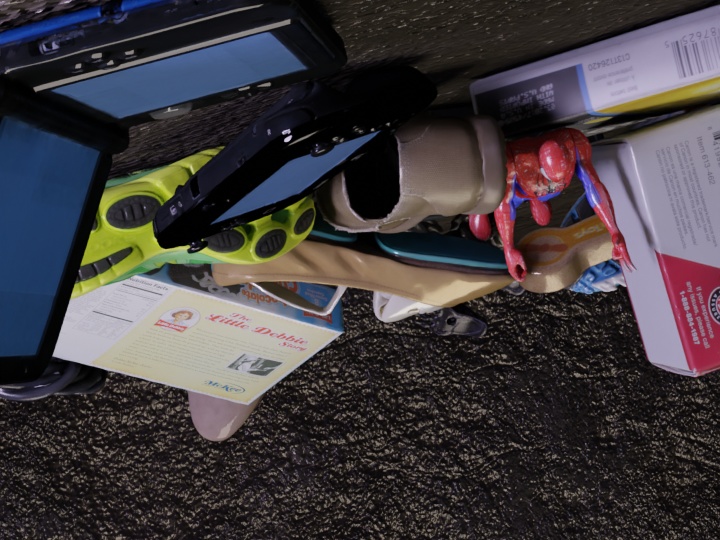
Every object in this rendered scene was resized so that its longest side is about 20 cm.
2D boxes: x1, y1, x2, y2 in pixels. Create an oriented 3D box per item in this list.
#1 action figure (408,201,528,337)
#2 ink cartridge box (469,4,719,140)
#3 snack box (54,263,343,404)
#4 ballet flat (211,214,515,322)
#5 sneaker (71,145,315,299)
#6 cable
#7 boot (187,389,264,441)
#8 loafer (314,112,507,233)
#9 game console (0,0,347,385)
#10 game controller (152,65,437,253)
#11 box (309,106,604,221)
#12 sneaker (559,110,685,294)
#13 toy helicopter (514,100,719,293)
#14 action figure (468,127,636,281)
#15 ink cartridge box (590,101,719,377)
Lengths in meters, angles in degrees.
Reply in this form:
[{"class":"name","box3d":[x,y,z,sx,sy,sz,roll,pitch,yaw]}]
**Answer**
[{"class":"action figure","box3d":[0.080,-0.043,1.592,0.119,0.102,0.200,-46,-157,29]},{"class":"ink cartridge box","box3d":[0.196,-0.120,1.194,0.197,0.047,0.200,-16,175,32]},{"class":"snack box","box3d":[-0.123,0.030,1.318,0.199,0.037,0.116,17,142,-34]},{"class":"ballet flat","box3d":[0.000,0.000,1.279,0.199,0.063,0.069,12,-164,-6]},{"class":"sneaker","box3d":[-0.123,-0.032,1.195,0.199,0.075,0.083,-12,-169,-22]},{"class":"cable","box3d":[-0.271,0.051,1.368,0.199,0.051,0.163,15,177,-11]},{"class":"boot","box3d":[-0.087,0.032,1.452,0.070,0.201,0.146,12,-179,-3]},{"class":"loafer","box3d":[0.014,-0.061,1.176,0.067,0.077,0.200,1,175,-26]},{"class":"game console","box3d":[-0.086,-0.030,0.787,0.170,0.119,0.200,-14,178,6]},{"class":"game controller","box3d":[-0.038,-0.057,1.081,0.104,0.042,0.200,-11,169,-30]},{"class":"box","box3d":[0.052,-0.069,1.365,0.157,0.051,0.200,-21,175,37]},{"class":"sneaker","box3d":[0.201,-0.064,1.408,0.200,0.075,0.087,-46,-165,-7]},{"class":"toy helicopter","box3d":[0.195,-0.029,1.300,0.199,0.079,0.133,-23,-137,-2]},{"class":"action figure","box3d":[0.110,-0.028,1.202,0.065,0.100,0.200,-16,171,-5]},{"class":"ink cartridge box","box3d":[0.257,-0.038,1.209,0.199,0.147,0.083,-18,-175,-10]}]
